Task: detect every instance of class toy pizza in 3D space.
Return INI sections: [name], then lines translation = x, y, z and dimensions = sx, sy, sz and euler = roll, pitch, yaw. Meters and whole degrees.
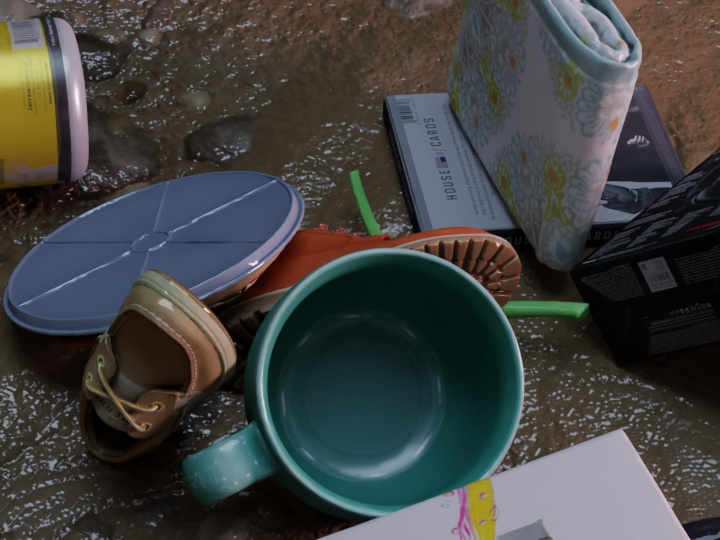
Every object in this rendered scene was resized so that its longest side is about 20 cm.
[toy pizza]
translation = -0.128, -0.005, 1.292
dimensions = 0.199, 0.032, 0.201
euler = -15, 24, 7

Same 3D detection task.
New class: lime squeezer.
[lime squeezer]
translation = 0.047, 0.000, 1.331
dimensions = 0.199, 0.038, 0.071
euler = 31, 80, 29

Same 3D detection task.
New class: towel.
[towel]
translation = 0.118, -0.128, 1.356
dimensions = 0.048, 0.172, 0.201
euler = -8, 45, -18

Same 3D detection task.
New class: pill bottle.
[pill bottle]
translation = -0.285, -0.105, 1.365
dimensions = 0.198, 0.113, 0.112
euler = -6, 44, -13

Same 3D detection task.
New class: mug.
[mug]
translation = -0.007, 0.067, 1.182
dimensions = 0.183, 0.114, 0.153
euler = 7, 82, -9

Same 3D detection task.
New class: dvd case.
[dvd case]
translation = 0.125, -0.074, 1.442
dimensions = 0.198, 0.025, 0.151
euler = -4, 44, -10

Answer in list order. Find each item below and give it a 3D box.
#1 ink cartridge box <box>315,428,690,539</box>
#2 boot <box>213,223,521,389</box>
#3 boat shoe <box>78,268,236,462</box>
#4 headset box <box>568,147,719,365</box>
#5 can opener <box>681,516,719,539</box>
[ink cartridge box]
translation = 0.071, 0.204, 1.016
dimensions = 0.199, 0.147, 0.147
euler = -18, 51, -11
[boot]
translation = 0.000, 0.000, 1.289
dimensions = 0.198, 0.075, 0.108
euler = -14, 34, 6
[boat shoe]
translation = -0.120, 0.063, 1.153
dimensions = 0.074, 0.200, 0.066
euler = 39, 67, 7
[headset box]
translation = 0.254, -0.029, 1.313
dimensions = 0.200, 0.148, 0.078
euler = -35, 101, -37
[can opener]
translation = 0.243, 0.171, 1.128
dimensions = 0.198, 0.079, 0.064
euler = -14, 41, 7
